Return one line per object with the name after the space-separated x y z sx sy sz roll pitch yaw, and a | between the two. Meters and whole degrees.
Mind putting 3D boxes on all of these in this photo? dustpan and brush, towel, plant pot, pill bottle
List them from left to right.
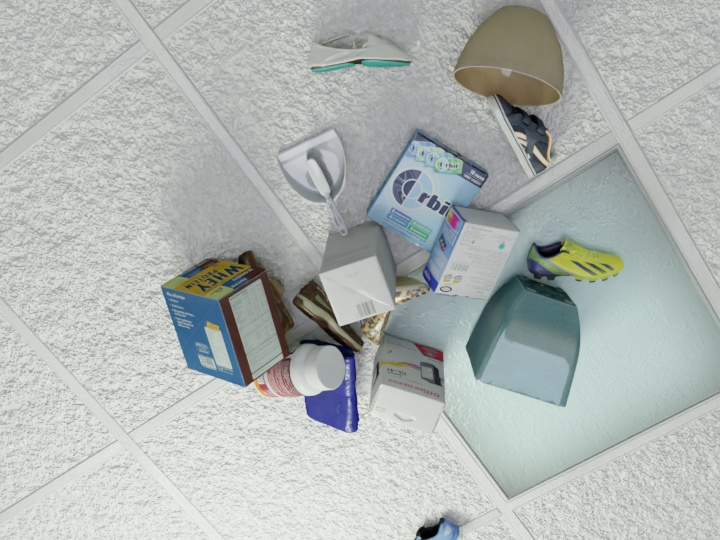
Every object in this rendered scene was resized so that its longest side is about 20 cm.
-0.135 0.214 1.756 0.199 0.110 0.110 -10 117 40 | pill bottle
-0.071 -0.165 1.649 0.138 0.057 0.201 -22 111 13 | dustpan and brush
-0.065 0.254 1.827 0.146 0.049 0.202 15 119 33 | towel
0.278 -0.393 1.472 0.198 0.200 0.136 15 87 -3 | plant pot
0.348 0.128 1.693 0.194 0.197 0.202 16 105 -4 | plant pot

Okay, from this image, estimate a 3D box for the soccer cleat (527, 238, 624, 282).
0.442 -0.025 1.680 0.197 0.065 0.085 0 112 4 | soccer cleat

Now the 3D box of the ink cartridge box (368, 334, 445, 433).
0.101 0.237 1.743 0.146 0.200 0.086 17 115 -5 | ink cartridge box

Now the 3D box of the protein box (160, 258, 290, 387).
-0.279 0.103 1.694 0.197 0.135 0.202 9 122 41 | protein box

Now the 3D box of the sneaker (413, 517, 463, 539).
0.156 0.677 2.015 0.089 0.079 0.200 43 102 -8 | sneaker

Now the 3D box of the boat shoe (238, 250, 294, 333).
-0.200 0.049 1.756 0.073 0.075 0.202 -26 107 -21 | boat shoe

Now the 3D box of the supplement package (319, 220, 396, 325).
0.000 0.000 1.642 0.120 0.200 0.121 -17 112 11 | supplement package

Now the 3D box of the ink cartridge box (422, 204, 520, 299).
0.216 -0.021 1.663 0.135 0.077 0.202 8 118 -25 | ink cartridge box

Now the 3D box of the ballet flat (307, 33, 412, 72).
-0.002 -0.412 1.538 0.197 0.070 0.070 -3 114 6 | ballet flat

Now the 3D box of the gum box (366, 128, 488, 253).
0.132 -0.155 1.650 0.169 0.045 0.201 28 114 -10 | gum box

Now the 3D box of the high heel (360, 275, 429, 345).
0.078 0.089 1.728 0.198 0.071 0.144 -6 112 37 | high heel

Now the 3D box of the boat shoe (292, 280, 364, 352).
-0.053 0.097 1.761 0.202 0.074 0.075 44 74 -32 | boat shoe

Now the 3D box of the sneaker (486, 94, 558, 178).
0.311 -0.270 1.563 0.079 0.079 0.200 -30 130 13 | sneaker
